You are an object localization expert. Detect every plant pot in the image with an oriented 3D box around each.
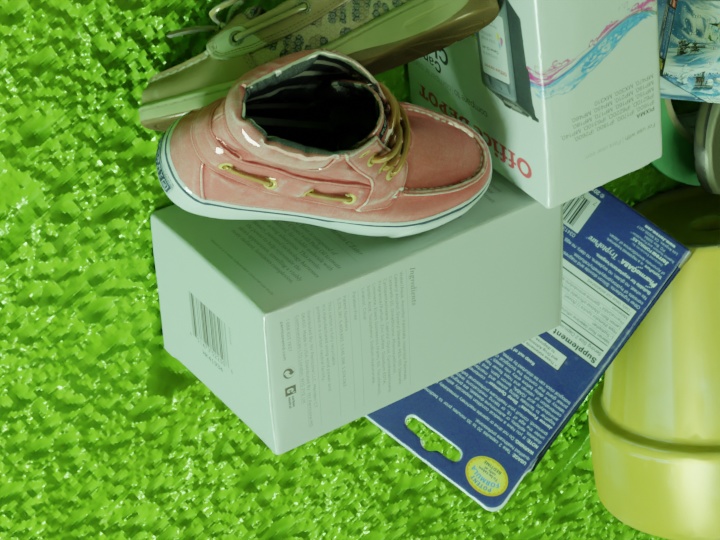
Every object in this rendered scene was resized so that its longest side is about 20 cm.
[{"bbox_3d":[0.241,0.049,1.448,0.200,0.201,0.190,-21,112,-28],"label":"plant pot"}]

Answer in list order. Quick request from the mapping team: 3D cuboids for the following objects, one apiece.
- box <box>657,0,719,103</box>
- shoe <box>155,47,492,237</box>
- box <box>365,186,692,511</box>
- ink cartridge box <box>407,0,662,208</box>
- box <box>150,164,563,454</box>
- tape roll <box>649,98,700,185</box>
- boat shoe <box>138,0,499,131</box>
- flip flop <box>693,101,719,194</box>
[{"bbox_3d":[0.262,-0.148,1.260,0.199,0.040,0.137,5,145,1],"label":"box"},{"bbox_3d":[0.001,-0.064,1.138,0.199,0.091,0.072,0,73,-32],"label":"shoe"},{"bbox_3d":[0.096,0.034,1.363,0.200,0.121,0.032,-53,171,1],"label":"box"},{"bbox_3d":[0.089,-0.157,1.211,0.085,0.148,0.201,-23,129,-23],"label":"ink cartridge box"},{"bbox_3d":[0.000,0.000,1.256,0.199,0.124,0.098,-23,129,-26],"label":"box"},{"bbox_3d":[0.232,-0.153,1.401,0.200,0.048,0.201,-20,128,-28],"label":"tape roll"},{"bbox_3d":[-0.028,-0.126,1.170,0.199,0.063,0.073,-20,175,8],"label":"boat shoe"},{"bbox_3d":[0.285,-0.119,1.390,0.200,0.058,0.081,-35,134,-17],"label":"flip flop"}]
